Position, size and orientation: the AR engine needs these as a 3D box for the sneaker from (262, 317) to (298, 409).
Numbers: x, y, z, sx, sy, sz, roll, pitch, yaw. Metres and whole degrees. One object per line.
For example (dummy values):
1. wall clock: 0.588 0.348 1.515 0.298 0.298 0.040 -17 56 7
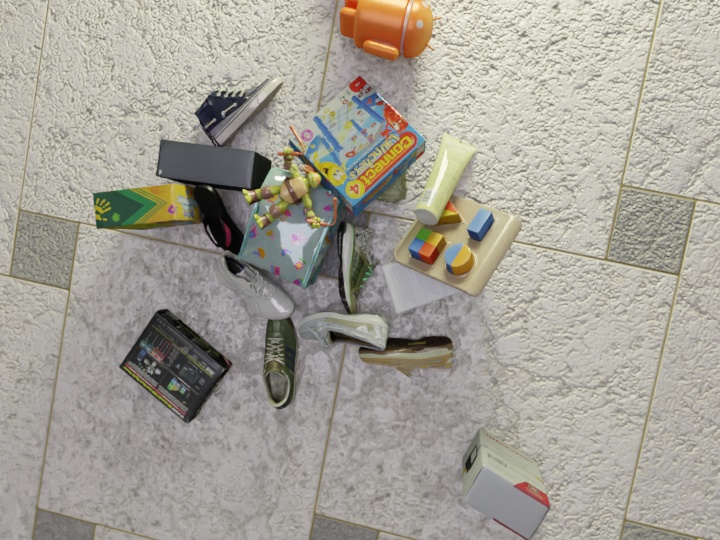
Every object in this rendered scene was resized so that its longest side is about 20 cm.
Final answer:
1. sneaker: -0.170 0.191 1.405 0.065 0.090 0.206 -2 93 8

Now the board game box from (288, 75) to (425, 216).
1. board game box: -0.006 -0.246 1.325 0.200 0.056 0.196 -43 75 -9

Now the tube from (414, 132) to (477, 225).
1. tube: 0.166 -0.183 1.333 0.058 0.051 0.203 42 61 -33

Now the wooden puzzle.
1. wooden puzzle: 0.183 -0.065 1.298 0.198 0.047 0.187 26 70 31

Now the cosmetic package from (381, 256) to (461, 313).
1. cosmetic package: 0.151 0.006 1.363 0.196 0.071 0.104 -19 90 8

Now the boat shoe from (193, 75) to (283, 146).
1. boat shoe: -0.256 -0.352 1.389 0.199 0.075 0.093 -42 96 8

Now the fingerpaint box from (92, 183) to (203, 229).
1. fingerpaint box: -0.415 -0.127 1.361 0.163 0.200 0.075 -5 92 8

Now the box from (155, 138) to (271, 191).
1. box: -0.295 -0.209 1.371 0.195 0.141 0.081 8 95 6

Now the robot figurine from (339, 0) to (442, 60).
1. robot figurine: 0.059 -0.488 1.323 0.195 0.144 0.119 14 118 6

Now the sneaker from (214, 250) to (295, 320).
1. sneaker: -0.222 0.033 1.396 0.198 0.087 0.075 32 68 3

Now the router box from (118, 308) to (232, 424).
1. router box: -0.397 0.205 1.449 0.199 0.062 0.151 38 96 3

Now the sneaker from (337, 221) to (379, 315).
1. sneaker: 0.000 0.000 1.388 0.086 0.077 0.205 -2 98 -10

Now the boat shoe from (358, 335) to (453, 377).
1. boat shoe: 0.094 0.185 1.387 0.195 0.072 0.078 -2 109 9

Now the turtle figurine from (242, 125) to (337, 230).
1. turtle figurine: -0.141 -0.159 1.286 0.159 0.064 0.203 -24 103 -2

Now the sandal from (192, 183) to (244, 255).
1. sandal: -0.292 -0.088 1.372 0.073 0.202 0.046 2 50 21

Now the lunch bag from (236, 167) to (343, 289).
1. lunch bag: -0.138 -0.091 1.369 0.167 0.122 0.204 23 99 6

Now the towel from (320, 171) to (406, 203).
1. towel: 0.005 -0.223 1.386 0.195 0.036 0.152 8 93 7

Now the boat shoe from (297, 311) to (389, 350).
1. boat shoe: -0.039 0.130 1.378 0.197 0.075 0.066 1 60 15

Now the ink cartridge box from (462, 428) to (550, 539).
1. ink cartridge box: 0.278 0.410 1.309 0.144 0.200 0.084 30 99 5
